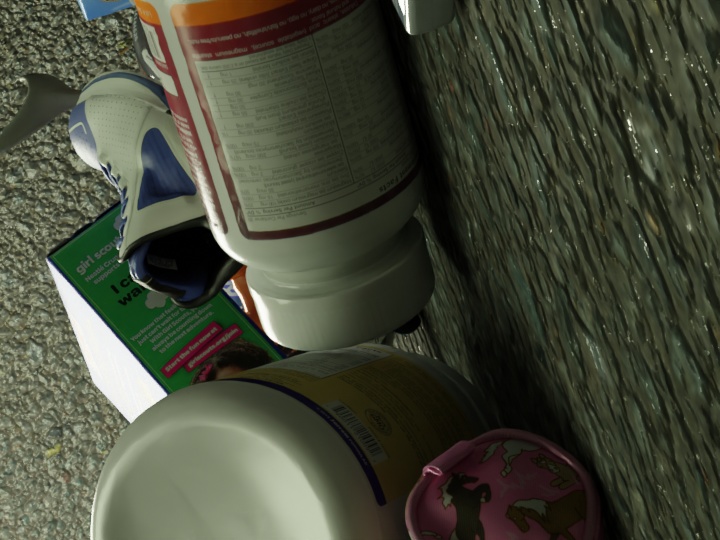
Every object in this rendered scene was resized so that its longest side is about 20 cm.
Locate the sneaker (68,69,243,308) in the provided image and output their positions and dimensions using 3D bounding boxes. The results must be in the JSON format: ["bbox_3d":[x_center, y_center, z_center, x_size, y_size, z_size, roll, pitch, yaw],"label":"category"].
[{"bbox_3d":[-0.116,-0.045,1.033,0.199,0.115,0.081,13,159,45],"label":"sneaker"}]

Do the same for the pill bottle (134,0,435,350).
[{"bbox_3d":[-0.031,-0.069,0.848,0.110,0.109,0.200,-121,13,-62],"label":"pill bottle"}]

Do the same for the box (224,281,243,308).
[{"bbox_3d":[-0.245,-0.011,3.123,0.064,0.070,0.200,94,156,-78],"label":"box"}]

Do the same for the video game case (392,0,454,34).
[{"bbox_3d":[-0.010,-0.209,0.625,0.200,0.023,0.182,82,167,-63],"label":"video game case"}]

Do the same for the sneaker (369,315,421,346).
[{"bbox_3d":[0.000,0.000,1.077,0.072,0.072,0.200,-49,-44,-67],"label":"sneaker"}]

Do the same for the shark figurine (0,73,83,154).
[{"bbox_3d":[-0.137,-0.073,1.212,0.214,0.128,0.090,23,-113,-52],"label":"shark figurine"}]

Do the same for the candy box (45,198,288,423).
[{"bbox_3d":[-0.101,0.075,1.131,0.200,0.077,0.169,43,161,25],"label":"candy box"}]

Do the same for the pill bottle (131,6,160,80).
[{"bbox_3d":[-0.106,-0.154,1.264,0.200,0.106,0.106,96,154,-76],"label":"pill bottle"}]

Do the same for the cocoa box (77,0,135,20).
[{"bbox_3d":[-0.188,-0.318,1.353,0.133,0.131,0.200,91,159,-74],"label":"cocoa box"}]

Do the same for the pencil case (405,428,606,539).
[{"bbox_3d":[0.070,0.151,0.791,0.200,0.086,0.083,79,-160,-52],"label":"pencil case"}]

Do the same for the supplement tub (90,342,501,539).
[{"bbox_3d":[-0.020,0.112,0.857,0.200,0.145,0.146,-11,-100,-64],"label":"supplement tub"}]

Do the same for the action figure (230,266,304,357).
[{"bbox_3d":[-0.070,0.020,1.343,0.193,0.105,0.200,24,-150,-49],"label":"action figure"}]
